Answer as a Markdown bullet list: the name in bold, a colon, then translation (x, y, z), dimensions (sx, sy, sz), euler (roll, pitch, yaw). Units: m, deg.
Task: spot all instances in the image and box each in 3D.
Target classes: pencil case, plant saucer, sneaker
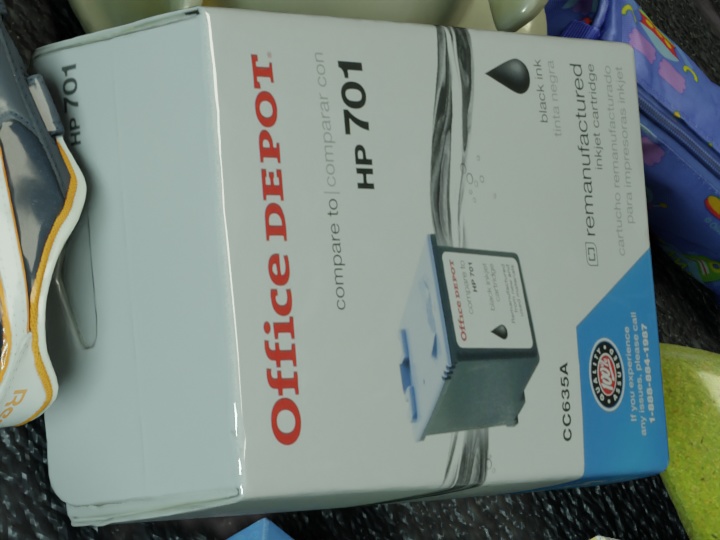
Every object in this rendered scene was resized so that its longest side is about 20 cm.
- **pencil case**: translation (0.134, -0.055, 1.317), dimensions (0.200, 0.078, 0.087), euler (39, 2, -31)
- **plant saucer**: translation (0.181, 0.122, 1.168), dimensions (0.201, 0.048, 0.200), euler (67, 14, 20)
- **sneaker**: translation (-0.131, -0.044, 0.866), dimensions (0.079, 0.078, 0.201), euler (18, 57, -45)

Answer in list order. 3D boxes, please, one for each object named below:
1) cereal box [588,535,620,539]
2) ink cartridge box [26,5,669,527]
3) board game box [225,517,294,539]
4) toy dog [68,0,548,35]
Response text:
- **cereal box**: translation (0.108, 0.161, 1.010), dimensions (0.145, 0.039, 0.200), euler (62, 5, 9)
- **ink cartridge box**: translation (0.000, 0.000, 0.942), dimensions (0.199, 0.086, 0.148), euler (0, 84, -48)
- **board game box**: translation (0.023, 0.189, 0.911), dimensions (0.200, 0.036, 0.152), euler (42, 29, -28)
- **toy dog**: translation (-0.014, -0.113, 1.104), dimensions (0.199, 0.140, 0.194), euler (27, 3, -42)
